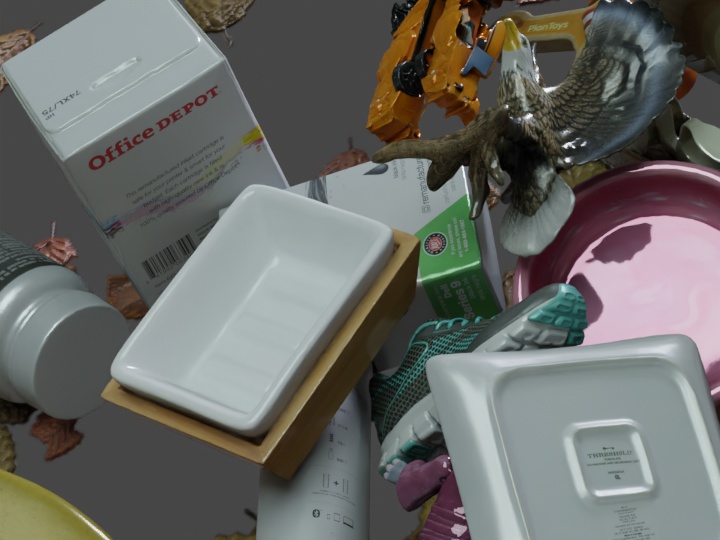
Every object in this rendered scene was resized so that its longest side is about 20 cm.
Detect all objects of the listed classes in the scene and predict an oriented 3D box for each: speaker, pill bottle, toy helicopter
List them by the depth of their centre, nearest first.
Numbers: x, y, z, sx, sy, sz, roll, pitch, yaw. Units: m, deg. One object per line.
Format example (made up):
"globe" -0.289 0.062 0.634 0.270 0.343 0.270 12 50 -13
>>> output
"speaker" -0.032 0.141 1.619 0.081 0.081 0.200 -12 47 14
"pill bottle" -0.279 0.035 1.801 0.200 0.114 0.114 27 65 39
"toy helicopter" 0.187 -0.203 1.839 0.200 0.079 0.133 -2 55 39

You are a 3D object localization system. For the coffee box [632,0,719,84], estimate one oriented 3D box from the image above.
"coffee box" 0.308 -0.188 1.684 0.200 0.114 0.080 29 58 10

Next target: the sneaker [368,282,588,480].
"sneaker" 0.072 0.061 1.591 0.200 0.077 0.091 -42 51 27

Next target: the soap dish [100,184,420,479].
"soap dish" -0.065 0.044 1.605 0.157 0.081 0.200 18 62 36

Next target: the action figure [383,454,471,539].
"action figure" 0.059 0.176 1.495 0.133 0.149 0.201 12 82 13

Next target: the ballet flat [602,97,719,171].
"ballet flat" 0.241 -0.093 1.712 0.068 0.067 0.200 -37 43 -19

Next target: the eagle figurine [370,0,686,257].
"eagle figurine" 0.132 -0.114 1.653 0.152 0.151 0.200 31 31 28

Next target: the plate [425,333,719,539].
"plate" 0.158 0.130 1.478 0.199 0.032 0.201 -4 61 -20

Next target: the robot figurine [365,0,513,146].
"robot figurine" 0.073 -0.194 1.872 0.145 0.058 0.200 -23 37 45

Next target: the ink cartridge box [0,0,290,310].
"ink cartridge box" -0.160 -0.095 1.804 0.146 0.200 0.146 -32 45 -7

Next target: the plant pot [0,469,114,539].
"plant pot" -0.236 0.258 1.536 0.199 0.195 0.196 12 55 22

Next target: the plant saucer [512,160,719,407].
"plant saucer" 0.209 0.019 1.618 0.200 0.051 0.201 -6 60 10

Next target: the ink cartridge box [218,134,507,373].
"ink cartridge box" 0.000 0.000 1.728 0.199 0.084 0.146 -18 45 9
